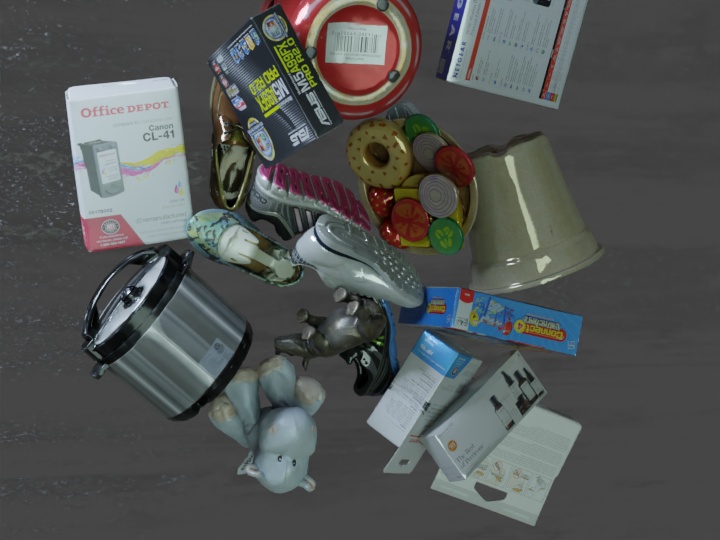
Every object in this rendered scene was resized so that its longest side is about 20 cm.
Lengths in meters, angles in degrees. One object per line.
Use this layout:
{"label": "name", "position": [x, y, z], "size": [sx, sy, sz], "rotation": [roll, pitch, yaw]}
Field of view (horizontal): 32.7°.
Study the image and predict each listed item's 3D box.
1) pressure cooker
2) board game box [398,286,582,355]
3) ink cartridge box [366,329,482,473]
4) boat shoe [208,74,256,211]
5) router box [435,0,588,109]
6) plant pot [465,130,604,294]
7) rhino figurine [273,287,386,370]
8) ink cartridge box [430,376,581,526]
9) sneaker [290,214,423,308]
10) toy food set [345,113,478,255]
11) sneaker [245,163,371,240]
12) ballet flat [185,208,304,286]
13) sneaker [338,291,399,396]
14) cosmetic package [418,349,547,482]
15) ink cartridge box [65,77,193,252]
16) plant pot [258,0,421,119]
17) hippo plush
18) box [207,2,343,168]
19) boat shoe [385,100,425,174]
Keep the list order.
{"label": "pressure cooker", "position": [-0.261, 0.075, 1.618], "size": [0.200, 0.177, 0.178], "rotation": [42, 121, -20]}
{"label": "board game box", "position": [0.179, 0.069, 1.730], "size": [0.193, 0.200, 0.057], "rotation": [13, 85, -18]}
{"label": "ink cartridge box", "position": [0.083, 0.192, 1.782], "size": [0.202, 0.067, 0.116], "rotation": [-58, 155, 5]}
{"label": "boat shoe", "position": [-0.164, -0.179, 1.633], "size": [0.071, 0.068, 0.204], "rotation": [-1, 105, -13]}
{"label": "router box", "position": [0.215, -0.343, 1.703], "size": [0.177, 0.049, 0.203], "rotation": [11, 102, -18]}
{"label": "plant pot", "position": [0.222, -0.087, 1.718], "size": [0.198, 0.200, 0.186], "rotation": [-19, 99, -9]}
{"label": "rhino figurine", "position": [-0.048, 0.088, 1.710], "size": [0.198, 0.061, 0.087], "rotation": [-27, 139, 35]}
{"label": "ink cartridge box", "position": [0.218, 0.277, 1.887], "size": [0.198, 0.045, 0.178], "rotation": [23, 97, -20]}
{"label": "sneaker", "position": [0.000, 0.000, 1.683], "size": [0.198, 0.077, 0.081], "rotation": [32, 120, -22]}
{"label": "toy food set", "position": [0.074, -0.114, 1.671], "size": [0.048, 0.195, 0.203], "rotation": [-32, 118, -51]}
{"label": "sneaker", "position": [-0.076, -0.080, 1.687], "size": [0.198, 0.074, 0.088], "rotation": [19, 129, -36]}
{"label": "ballet flat", "position": [-0.145, -0.027, 1.642], "size": [0.199, 0.074, 0.075], "rotation": [23, 100, -49]}
{"label": "sneaker", "position": [0.005, 0.093, 1.759], "size": [0.081, 0.071, 0.203], "rotation": [-16, 113, -17]}
{"label": "cosmetic package", "position": [0.181, 0.210, 1.789], "size": [0.200, 0.051, 0.083], "rotation": [-42, 97, -29]}
{"label": "ink cartridge box", "position": [-0.299, -0.138, 1.598], "size": [0.145, 0.086, 0.203], "rotation": [-9, 110, -13]}
{"label": "plant pot", "position": [-0.025, -0.290, 1.581], "size": [0.197, 0.183, 0.204], "rotation": [-5, 110, -14]}
{"label": "hippo plush", "position": [-0.134, 0.233, 1.703], "size": [0.157, 0.161, 0.203], "rotation": [17, 107, -12]}
{"label": "box", "position": [-0.109, -0.222, 1.517], "size": [0.044, 0.199, 0.162], "rotation": [-31, 97, -22]}
{"label": "boat shoe", "position": [0.086, -0.141, 1.723], "size": [0.062, 0.071, 0.203], "rotation": [-32, 111, -50]}
